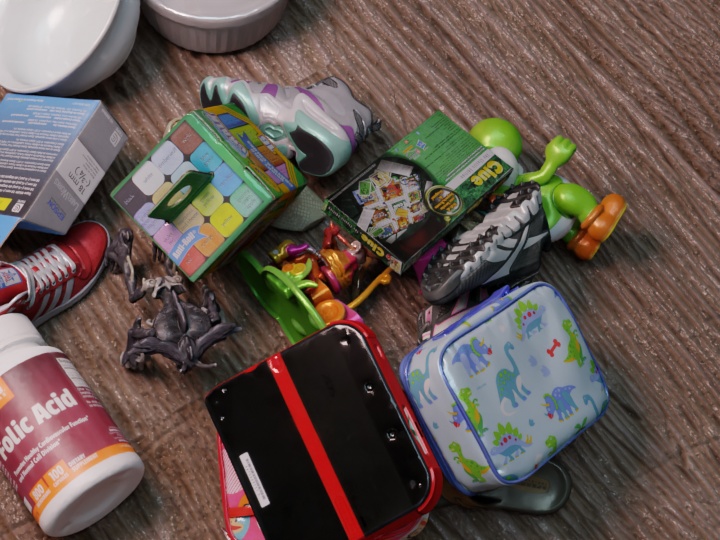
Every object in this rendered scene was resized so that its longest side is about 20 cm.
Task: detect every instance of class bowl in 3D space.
[{"bbox_3d":[-0.310,-0.268,1.667,0.200,0.090,0.202,-15,61,30],"label":"bowl"}]

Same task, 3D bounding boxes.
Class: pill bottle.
[{"bbox_3d":[-0.308,0.146,1.466,0.114,0.114,0.200,-33,71,-20],"label":"pill bottle"}]

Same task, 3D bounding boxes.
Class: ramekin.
[{"bbox_3d":[-0.169,-0.340,1.737,0.201,0.094,0.203,3,63,-5],"label":"ramekin"}]

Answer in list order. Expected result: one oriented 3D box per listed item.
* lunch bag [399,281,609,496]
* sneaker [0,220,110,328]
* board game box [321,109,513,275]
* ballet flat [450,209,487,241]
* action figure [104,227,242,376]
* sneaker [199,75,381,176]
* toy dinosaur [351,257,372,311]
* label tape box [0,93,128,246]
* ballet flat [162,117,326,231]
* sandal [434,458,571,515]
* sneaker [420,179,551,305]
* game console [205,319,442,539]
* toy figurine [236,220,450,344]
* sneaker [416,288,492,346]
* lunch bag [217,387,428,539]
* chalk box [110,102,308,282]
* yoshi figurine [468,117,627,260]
[{"bbox_3d":[0.140,0.109,1.465,0.200,0.082,0.161,-31,94,-41],"label":"lunch bag"},{"bbox_3d":[-0.332,0.003,1.536,0.071,0.113,0.200,40,66,14],"label":"sneaker"},{"bbox_3d":[0.060,-0.082,1.529,0.105,0.023,0.200,39,49,14],"label":"board game box"},{"bbox_3d":[0.101,-0.048,1.607,0.200,0.071,0.065,38,85,-9],"label":"ballet flat"},{"bbox_3d":[-0.191,0.047,1.538,0.118,0.102,0.200,-14,50,-15],"label":"action figure"},{"bbox_3d":[-0.069,-0.181,1.687,0.200,0.078,0.140,29,44,22],"label":"sneaker"},{"bbox_3d":[0.034,-0.049,1.630,0.200,0.060,0.106,-37,74,-21],"label":"toy dinosaur"},{"bbox_3d":[-0.354,-0.088,1.575,0.144,0.063,0.200,8,57,35],"label":"label tape box"},{"bbox_3d":[-0.128,-0.104,1.639,0.199,0.062,0.068,25,61,7],"label":"ballet flat"},{"bbox_3d":[0.114,0.208,1.498,0.199,0.055,0.082,11,95,-5],"label":"sandal"},{"bbox_3d":[0.137,-0.007,1.527,0.200,0.066,0.091,-42,113,-40],"label":"sneaker"},{"bbox_3d":[-0.034,0.162,1.414,0.176,0.031,0.201,-30,73,12],"label":"game console"},{"bbox_3d":[0.000,0.000,1.556,0.184,0.150,0.200,-34,47,-16],"label":"toy figurine"},{"bbox_3d":[0.089,0.080,1.567,0.086,0.080,0.200,26,58,14],"label":"sneaker"},{"bbox_3d":[-0.035,0.203,1.461,0.199,0.082,0.177,-8,77,11],"label":"lunch bag"},{"bbox_3d":[-0.153,-0.079,1.518,0.125,0.200,0.124,-44,90,15],"label":"chalk box"},{"bbox_3d":[0.186,-0.102,1.641,0.199,0.112,0.113,29,103,-1],"label":"yoshi figurine"}]
